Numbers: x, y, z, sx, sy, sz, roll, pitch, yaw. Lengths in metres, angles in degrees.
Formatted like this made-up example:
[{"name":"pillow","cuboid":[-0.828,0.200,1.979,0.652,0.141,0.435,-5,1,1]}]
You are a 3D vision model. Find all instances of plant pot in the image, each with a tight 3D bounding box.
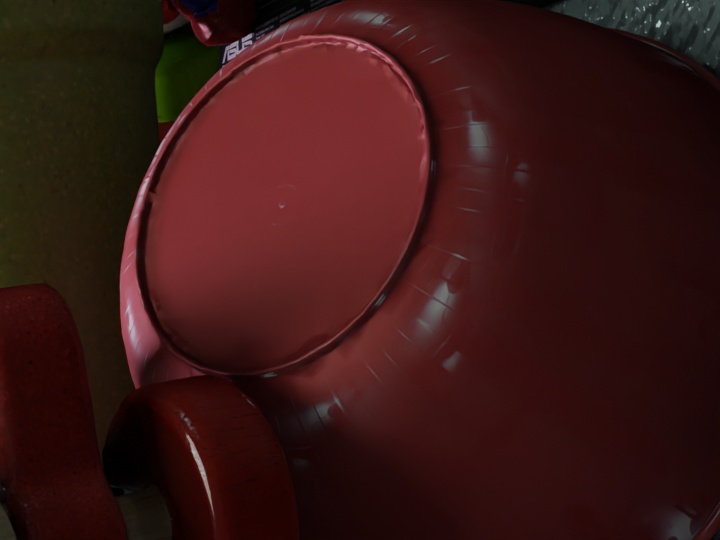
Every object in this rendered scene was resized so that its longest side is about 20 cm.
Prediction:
[{"name":"plant pot","cuboid":[-0.137,0.001,0.756,0.200,0.199,0.186,-19,83,60]}]

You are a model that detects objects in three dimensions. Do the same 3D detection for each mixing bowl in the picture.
[{"name":"mixing bowl","cuboid":[0.007,0.002,0.646,0.199,0.108,0.201,-17,59,31]}]

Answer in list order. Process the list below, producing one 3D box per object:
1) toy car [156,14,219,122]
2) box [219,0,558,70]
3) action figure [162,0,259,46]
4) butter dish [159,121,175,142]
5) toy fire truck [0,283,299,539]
[{"name":"toy car","cuboid":[-0.114,-0.189,0.978,0.201,0.157,0.165,-79,-9,-47]},{"name":"box","cuboid":[0.012,-0.156,0.805,0.200,0.049,0.159,-17,71,60]},{"name":"action figure","cuboid":[-0.035,-0.123,0.790,0.200,0.051,0.066,-34,61,60]},{"name":"butter dish","cuboid":[-0.175,0.022,1.027,0.148,0.198,0.201,77,-156,-62]},{"name":"toy fire truck","cuboid":[-0.095,0.107,0.604,0.168,0.112,0.201,-8,93,57]}]
